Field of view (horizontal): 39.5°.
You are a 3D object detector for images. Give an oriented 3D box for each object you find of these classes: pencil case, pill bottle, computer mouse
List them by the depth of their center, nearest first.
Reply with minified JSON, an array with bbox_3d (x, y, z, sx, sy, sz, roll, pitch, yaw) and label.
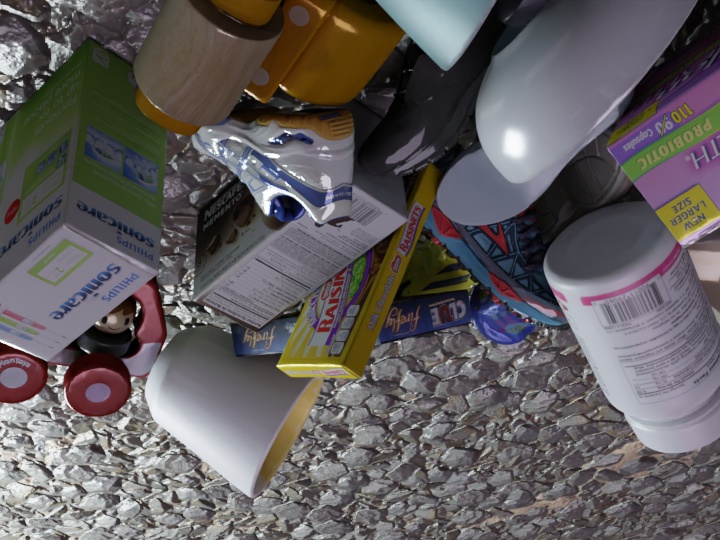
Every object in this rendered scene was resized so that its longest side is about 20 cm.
[{"bbox_3d":[0.140,-0.237,0.653,0.034,0.200,0.059,37,157,-8],"label":"computer mouse"},{"bbox_3d":[0.244,0.052,0.852,0.113,0.114,0.201,-22,117,18],"label":"pill bottle"},{"bbox_3d":[0.194,0.014,0.994,0.086,0.078,0.200,23,152,-22],"label":"pencil case"}]

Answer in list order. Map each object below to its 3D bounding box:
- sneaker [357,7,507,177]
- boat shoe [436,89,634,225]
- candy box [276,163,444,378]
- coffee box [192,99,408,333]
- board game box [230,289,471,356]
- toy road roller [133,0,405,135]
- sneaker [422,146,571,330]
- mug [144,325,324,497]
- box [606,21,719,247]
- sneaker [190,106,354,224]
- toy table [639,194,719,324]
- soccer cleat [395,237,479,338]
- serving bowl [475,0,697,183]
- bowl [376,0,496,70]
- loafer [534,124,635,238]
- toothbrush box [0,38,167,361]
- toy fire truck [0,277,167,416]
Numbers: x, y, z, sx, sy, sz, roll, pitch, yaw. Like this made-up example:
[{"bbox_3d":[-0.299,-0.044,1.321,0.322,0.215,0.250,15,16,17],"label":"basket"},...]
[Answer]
[{"bbox_3d":[0.062,-0.161,0.787,0.200,0.076,0.091,-47,120,5],"label":"sneaker"},{"bbox_3d":[0.148,-0.118,0.841,0.071,0.091,0.200,41,125,-14],"label":"boat shoe"},{"bbox_3d":[0.000,0.000,0.871,0.026,0.201,0.102,35,156,-27],"label":"candy box"},{"bbox_3d":[-0.058,-0.048,0.889,0.080,0.114,0.200,29,130,-34],"label":"coffee box"},{"bbox_3d":[-0.011,0.052,0.976,0.199,0.035,0.135,-9,180,44],"label":"board game box"},{"bbox_3d":[-0.050,-0.164,0.680,0.146,0.201,0.123,31,132,-13],"label":"toy road roller"},{"bbox_3d":[0.129,-0.032,0.898,0.096,0.200,0.079,-49,171,15],"label":"sneaker"},{"bbox_3d":[-0.141,0.143,1.062,0.153,0.150,0.187,28,150,8],"label":"mug"},{"bbox_3d":[0.297,-0.134,0.759,0.176,0.200,0.097,-36,98,32],"label":"box"},{"bbox_3d":[-0.077,-0.083,0.791,0.075,0.200,0.089,-15,108,-32],"label":"sneaker"},{"bbox_3d":[0.326,-0.016,0.952,0.116,0.185,0.200,5,172,5],"label":"toy table"},{"bbox_3d":[0.071,-0.002,1.009,0.083,0.065,0.200,18,135,-15],"label":"soccer cleat"},{"bbox_3d":[0.140,-0.157,0.671,0.066,0.200,0.200,37,129,-8],"label":"serving bowl"},{"bbox_3d":[0.055,-0.240,0.630,0.105,0.201,0.201,26,134,-7],"label":"bowl"},{"bbox_3d":[0.209,-0.085,0.900,0.063,0.072,0.200,-15,169,-15],"label":"loafer"},{"bbox_3d":[-0.228,-0.056,0.784,0.145,0.201,0.086,-33,135,30],"label":"toothbrush box"},{"bbox_3d":[-0.283,0.039,0.980,0.199,0.112,0.169,13,119,-25],"label":"toy fire truck"}]
